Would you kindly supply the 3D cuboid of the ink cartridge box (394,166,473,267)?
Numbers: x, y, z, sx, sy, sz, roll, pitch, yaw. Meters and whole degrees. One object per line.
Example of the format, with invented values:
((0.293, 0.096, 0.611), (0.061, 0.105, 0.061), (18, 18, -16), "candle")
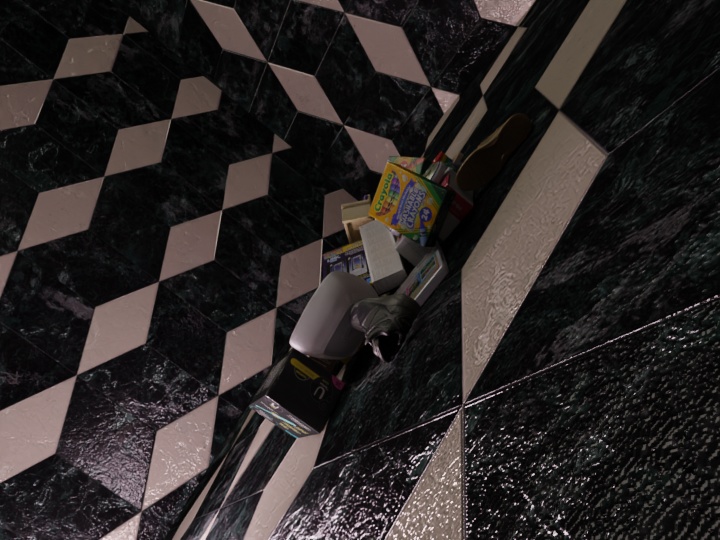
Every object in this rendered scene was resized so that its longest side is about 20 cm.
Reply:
((0.172, -0.122, 1.230), (0.201, 0.083, 0.146), (-51, 8, 26), "ink cartridge box")

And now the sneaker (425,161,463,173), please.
((0.221, -0.244, 1.334), (0.199, 0.074, 0.089), (-40, -24, -36), "sneaker")

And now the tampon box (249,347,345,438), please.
((-0.149, 0.288, 1.215), (0.128, 0.148, 0.200), (-58, 8, -29), "tampon box")

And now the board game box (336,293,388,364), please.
((0.008, 0.151, 1.295), (0.200, 0.030, 0.096), (-48, 10, 35), "board game box")

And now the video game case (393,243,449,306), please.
((0.111, 0.046, 1.111), (0.201, 0.023, 0.183), (-53, 8, 16), "video game case")

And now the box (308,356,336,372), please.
((-0.090, 0.211, 1.351), (0.203, 0.074, 0.100), (-62, 1, 22), "box")

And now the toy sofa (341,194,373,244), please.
((0.005, -0.101, 1.434), (0.203, 0.080, 0.099), (75, -173, -46), "toy sofa")

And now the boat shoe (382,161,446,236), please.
((0.121, -0.174, 1.216), (0.202, 0.061, 0.072), (-53, 7, 11), "boat shoe")

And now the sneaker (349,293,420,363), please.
((0.026, 0.115, 1.015), (0.197, 0.076, 0.116), (-13, 43, 54), "sneaker")

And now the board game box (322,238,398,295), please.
((0.000, 0.000, 1.345), (0.195, 0.057, 0.168), (-20, 43, 14), "board game box")

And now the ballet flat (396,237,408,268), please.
((0.108, -0.037, 1.410), (0.203, 0.071, 0.072), (-57, 8, -17), "ballet flat")

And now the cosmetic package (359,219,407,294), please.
((0.054, -0.042, 1.271), (0.081, 0.051, 0.203), (-21, 44, 9), "cosmetic package")

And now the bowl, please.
((-0.041, 0.114, 1.162), (0.198, 0.074, 0.203), (21, -79, -57), "bowl")

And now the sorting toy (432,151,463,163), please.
((0.223, -0.284, 1.706), (0.201, 0.069, 0.200), (-58, 7, -24), "sorting toy")

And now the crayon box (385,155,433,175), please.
((0.110, -0.196, 1.390), (0.125, 0.050, 0.206), (12, 89, 42), "crayon box")

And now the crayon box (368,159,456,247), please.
((0.098, -0.153, 1.156), (0.051, 0.198, 0.129), (-2, -61, -52), "crayon box")

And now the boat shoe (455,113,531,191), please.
((0.289, -0.253, 1.149), (0.199, 0.071, 0.065), (-43, 4, 11), "boat shoe")
